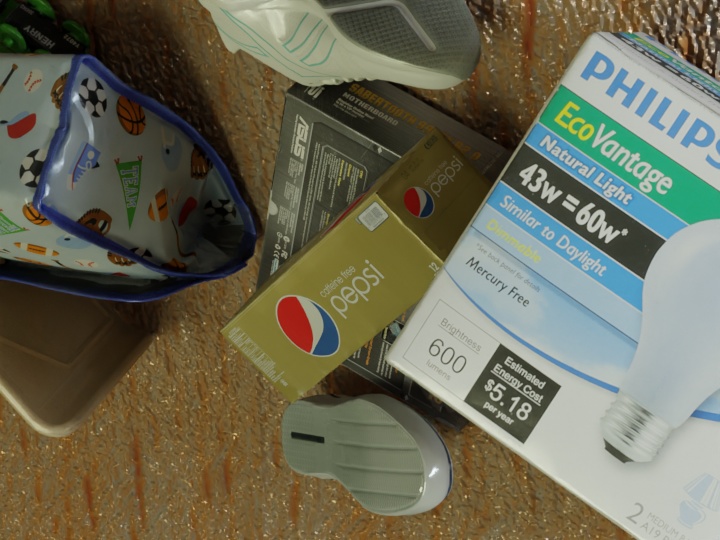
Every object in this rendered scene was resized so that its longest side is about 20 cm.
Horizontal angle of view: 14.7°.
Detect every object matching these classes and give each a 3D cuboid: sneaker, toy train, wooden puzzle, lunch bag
[{"bbox_3d":[0.019,0.106,1.735,0.200,0.071,0.073,-163,71,-64],"label":"sneaker"},{"bbox_3d":[-0.253,-0.176,1.771,0.200,0.042,0.056,36,153,9],"label":"toy train"},{"bbox_3d":[-0.240,0.014,1.830,0.200,0.185,0.037,44,112,-4],"label":"wooden puzzle"},{"bbox_3d":[-0.183,-0.050,1.741,0.170,0.124,0.200,8,166,37],"label":"lunch bag"},{"bbox_3d":[-0.011,-0.139,1.569,0.200,0.070,0.080,24,148,33],"label":"sneaker"}]

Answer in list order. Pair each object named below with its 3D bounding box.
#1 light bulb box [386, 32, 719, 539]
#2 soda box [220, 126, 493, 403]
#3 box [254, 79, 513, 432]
[{"bbox_3d":[0.157,0.013,1.414,0.198,0.125,0.200,34,103,12],"label":"light bulb box"},{"bbox_3d":[0.000,0.000,1.601,0.064,0.068,0.200,45,142,-4],"label":"soda box"},{"bbox_3d":[0.021,-0.015,1.664,0.158,0.048,0.200,29,141,16],"label":"box"}]
